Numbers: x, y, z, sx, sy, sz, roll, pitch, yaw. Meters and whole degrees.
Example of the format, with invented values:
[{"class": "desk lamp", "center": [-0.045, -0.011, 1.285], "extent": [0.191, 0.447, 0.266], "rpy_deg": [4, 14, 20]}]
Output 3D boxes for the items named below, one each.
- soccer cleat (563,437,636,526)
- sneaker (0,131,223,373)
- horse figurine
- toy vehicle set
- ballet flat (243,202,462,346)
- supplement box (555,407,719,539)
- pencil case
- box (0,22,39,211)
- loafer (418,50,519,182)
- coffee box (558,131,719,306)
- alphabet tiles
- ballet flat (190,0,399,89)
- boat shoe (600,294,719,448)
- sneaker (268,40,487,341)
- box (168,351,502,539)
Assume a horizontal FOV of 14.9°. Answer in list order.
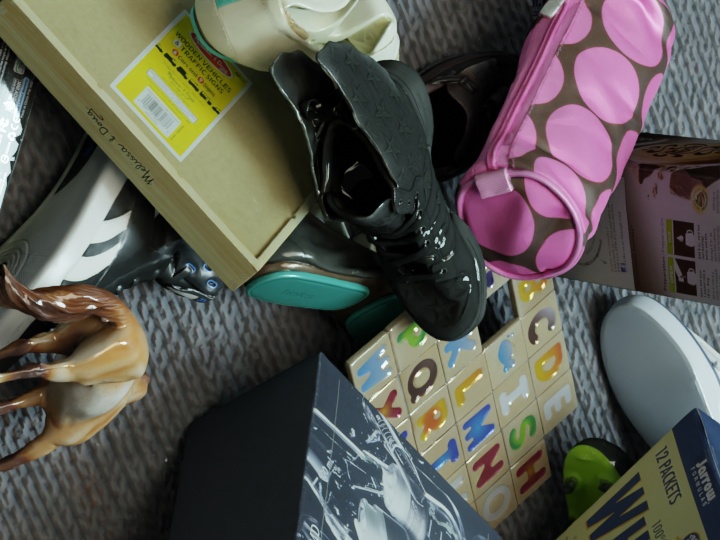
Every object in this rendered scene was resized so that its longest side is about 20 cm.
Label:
[{"class": "soccer cleat", "center": [0.192, 0.171, 1.778], "extent": [0.081, 0.067, 0.200], "rpy_deg": [-53, 126, -31]}, {"class": "sneaker", "center": [-0.134, 0.002, 1.528], "extent": [0.112, 0.073, 0.200], "rpy_deg": [45, 68, -28]}, {"class": "horse figurine", "center": [-0.160, 0.056, 1.460], "extent": [0.132, 0.200, 0.050], "rpy_deg": [-19, 67, -21]}, {"class": "toy vehicle set", "center": [-0.101, -0.100, 1.511], "extent": [0.200, 0.026, 0.124], "rpy_deg": [48, 43, -8]}, {"class": "ballet flat", "center": [0.000, 0.000, 1.618], "extent": [0.200, 0.068, 0.069], "rpy_deg": [28, 49, -51]}, {"class": "supplement box", "center": [0.220, 0.233, 1.686], "extent": [0.199, 0.134, 0.200], "rpy_deg": [35, 112, -24]}, {"class": "pencil case", "center": [0.118, -0.093, 1.628], "extent": [0.094, 0.090, 0.201], "rpy_deg": [66, 35, -41]}, {"class": "box", "center": [-0.277, -0.061, 1.442], "extent": [0.192, 0.047, 0.201], "rpy_deg": [19, 82, -32]}, {"class": "loafer", "center": [0.040, -0.081, 1.650], "extent": [0.199, 0.063, 0.072], "rpy_deg": [-23, 106, -32]}, {"class": "coffee box", "center": [0.200, -0.034, 1.682], "extent": [0.113, 0.200, 0.080], "rpy_deg": [-11, 102, -34]}, {"class": "alphabet tiles", "center": [0.068, 0.082, 1.669], "extent": [0.167, 0.008, 0.201], "rpy_deg": [-40, 135, -28]}, {"class": "ballet flat", "center": [-0.017, -0.135, 1.547], "extent": [0.200, 0.069, 0.070], "rpy_deg": [5, 90, -60]}, {"class": "boat shoe", "center": [0.238, 0.091, 1.781], "extent": [0.202, 0.075, 0.086], "rpy_deg": [52, 44, 1]}, {"class": "sneaker", "center": [0.011, -0.039, 1.519], "extent": [0.104, 0.060, 0.201], "rpy_deg": [-45, 123, -60]}, {"class": "box", "center": [-0.014, 0.186, 1.546], "extent": [0.182, 0.104, 0.201], "rpy_deg": [45, 29, -28]}]
